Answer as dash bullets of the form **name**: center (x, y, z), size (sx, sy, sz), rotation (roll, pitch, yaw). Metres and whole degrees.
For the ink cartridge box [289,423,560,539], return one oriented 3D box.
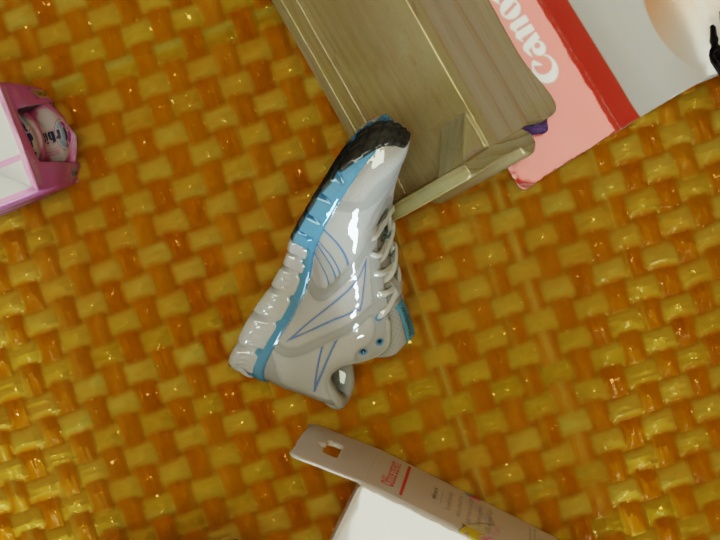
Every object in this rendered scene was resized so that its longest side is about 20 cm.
- **ink cartridge box**: center (0.043, 0.163, 1.293), size (0.199, 0.116, 0.068), rotation (26, 96, 3)

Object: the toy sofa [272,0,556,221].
- **toy sofa**: center (0.017, -0.135, 1.294), size (0.083, 0.097, 0.201), rotation (-28, 92, 43)

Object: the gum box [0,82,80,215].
- **gum box**: center (-0.262, -0.046, 1.298), size (0.199, 0.114, 0.066), rotation (-20, 93, 5)

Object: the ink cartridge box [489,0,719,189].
- **ink cartridge box**: center (0.135, -0.165, 1.298), size (0.200, 0.050, 0.163), rotation (-32, 91, 2)

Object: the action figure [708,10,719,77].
- **action figure**: center (0.271, -0.076, 1.260), size (0.118, 0.200, 0.102), rotation (-7, 56, 31)

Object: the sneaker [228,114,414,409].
- **sneaker**: center (0.000, 0.000, 1.273), size (0.086, 0.075, 0.200), rotation (31, 132, 5)
